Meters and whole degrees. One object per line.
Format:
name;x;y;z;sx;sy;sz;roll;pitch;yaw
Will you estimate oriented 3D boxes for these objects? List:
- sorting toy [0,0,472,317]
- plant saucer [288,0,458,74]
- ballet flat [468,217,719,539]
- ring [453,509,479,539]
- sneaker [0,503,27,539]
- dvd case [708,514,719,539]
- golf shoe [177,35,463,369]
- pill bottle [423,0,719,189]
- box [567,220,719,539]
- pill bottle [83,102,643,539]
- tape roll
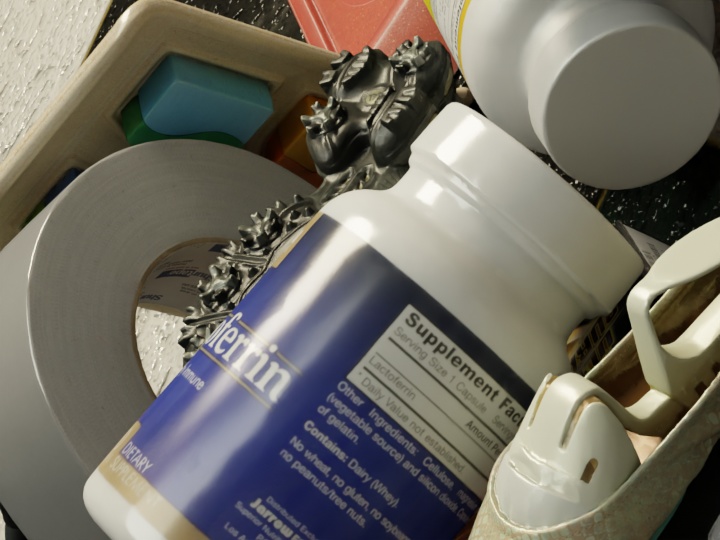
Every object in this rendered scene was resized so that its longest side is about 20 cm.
sorting toy;-0.070;-0.037;1.250;0.185;0.200;0.037;-46;49;35
plant saucer;0.026;-0.176;1.353;0.200;0.037;0.200;-55;29;20
ballet flat;0.092;0.040;0.918;0.200;0.062;0.067;-47;37;-12
ring;0.046;0.164;0.964;0.200;0.019;0.201;-43;34;40
sneaker;-0.110;0.100;1.265;0.078;0.140;0.200;10;78;63
dvd case;0.200;0.076;0.798;0.151;0.025;0.200;-59;42;14
golf shoe;0.000;0.000;1.114;0.078;0.095;0.200;3;49;39
pill bottle;0.082;-0.115;1.125;0.104;0.104;0.200;-55;29;21
box;0.086;0.114;1.002;0.200;0.050;0.199;-56;27;21
pill bottle;0.004;0.044;0.990;0.200;0.116;0.116;-49;27;-4
tape roll;-0.067;0.047;1.163;0.066;0.200;0.201;-37;39;48
